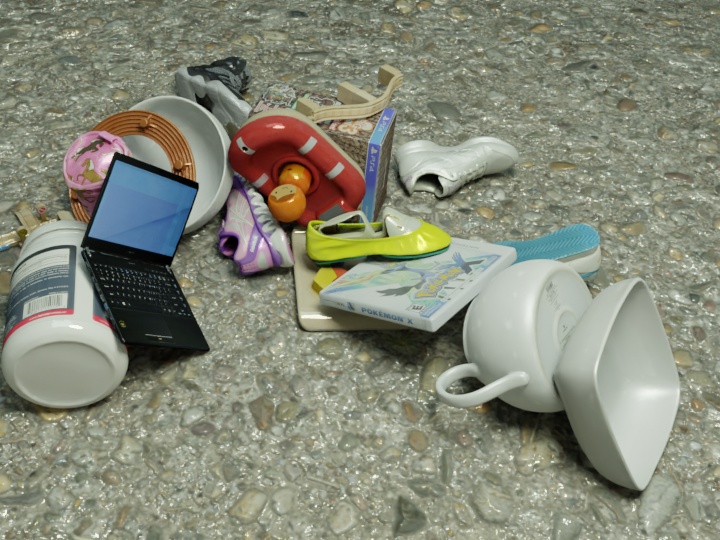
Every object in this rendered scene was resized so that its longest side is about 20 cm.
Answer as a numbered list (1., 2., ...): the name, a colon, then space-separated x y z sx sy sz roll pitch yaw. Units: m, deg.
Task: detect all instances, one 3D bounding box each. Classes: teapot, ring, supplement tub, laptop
1. teapot: 0.192 0.084 1.154 0.145 0.200 0.199 -8 70 40
2. ring: -0.323 -0.126 1.307 0.199 0.201 0.019 22 3 16
3. supplement tub: -0.350 0.050 1.123 0.139 0.141 0.201 -4 43 -11
4. laptop: -0.238 -0.016 1.131 0.201 0.103 0.177 60 17 19

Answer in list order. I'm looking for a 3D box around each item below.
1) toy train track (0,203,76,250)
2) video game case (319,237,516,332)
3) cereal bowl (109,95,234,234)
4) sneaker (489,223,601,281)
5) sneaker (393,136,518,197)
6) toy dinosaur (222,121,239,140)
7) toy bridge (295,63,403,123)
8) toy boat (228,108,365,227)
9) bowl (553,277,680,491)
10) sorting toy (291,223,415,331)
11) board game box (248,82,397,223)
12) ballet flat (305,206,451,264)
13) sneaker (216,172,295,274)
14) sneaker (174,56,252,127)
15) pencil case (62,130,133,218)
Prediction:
1. toy train track: -0.493 -0.049 1.295 0.199 0.033 0.115 -22 49 -27
2. video game case: 0.076 0.007 1.220 0.182 0.022 0.200 12 34 38
3. cereal bowl: -0.268 -0.144 1.343 0.199 0.201 0.083 21 2 15
4. sneaker: 0.237 0.001 1.308 0.199 0.081 0.077 -12 43 9
5. sneaker: 0.155 -0.156 1.484 0.199 0.075 0.100 -5 57 -7
6. toy dinosaur: -0.238 -0.175 1.433 0.102 0.077 0.201 32 52 -21
7. toy bridge: -0.005 -0.245 1.340 0.067 0.027 0.200 34 44 27
8. toy boat: -0.093 -0.119 1.274 0.200 0.130 0.131 41 39 -24
9. bowl: 0.299 0.130 1.103 0.074 0.200 0.200 -4 33 40
10. sorting toy: 0.000 0.000 1.302 0.184 0.037 0.201 0 43 -8
11. board game box: -0.059 -0.168 1.388 0.199 0.160 0.097 14 42 8
12. ballet flat: 0.020 -0.050 1.254 0.199 0.067 0.067 -5 26 11
13. sneaker: -0.168 -0.064 1.328 0.088 0.081 0.200 -27 45 -8
14. sneaker: -0.216 -0.305 1.579 0.114 0.076 0.200 -32 50 -32
15. pencil case: -0.302 -0.092 1.184 0.082 0.200 0.087 -8 65 5
